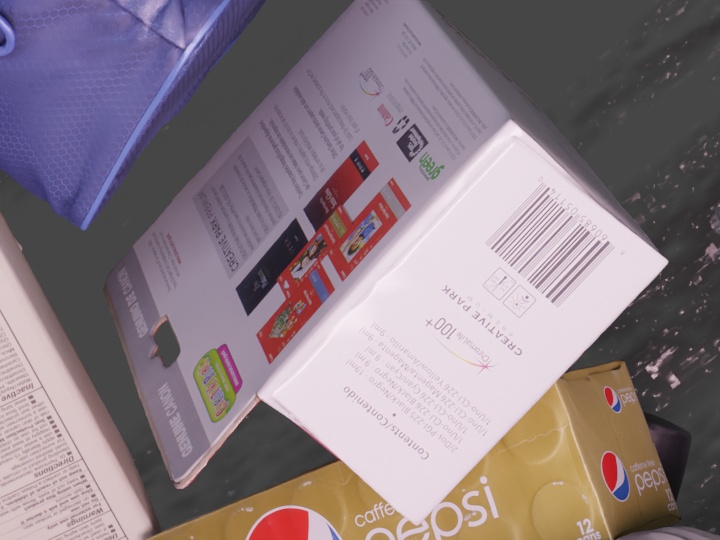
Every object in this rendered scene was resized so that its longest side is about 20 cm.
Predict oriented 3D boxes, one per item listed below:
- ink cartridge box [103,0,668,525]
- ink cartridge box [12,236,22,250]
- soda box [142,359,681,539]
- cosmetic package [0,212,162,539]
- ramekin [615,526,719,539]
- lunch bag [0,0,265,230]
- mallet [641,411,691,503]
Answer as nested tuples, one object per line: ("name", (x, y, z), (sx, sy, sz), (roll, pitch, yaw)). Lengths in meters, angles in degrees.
("ink cartridge box", (0.000, 0.000, 1.062), (0.084, 0.200, 0.176), (40, 99, -23))
("ink cartridge box", (-0.249, -0.061, 1.175), (0.084, 0.146, 0.200), (-45, 74, 2))
("soda box", (0.017, 0.099, 1.089), (0.199, 0.064, 0.068), (-24, 81, 29))
("cosmetic package", (-0.157, 0.053, 1.094), (0.103, 0.200, 0.073), (-24, 46, -3))
("ramekin", (0.109, 0.187, 1.014), (0.105, 0.200, 0.201), (30, 93, 28))
("lunch bag", (-0.103, -0.123, 1.045), (0.132, 0.200, 0.136), (36, 132, -2))
("mallet", (0.038, 0.054, 1.132), (0.199, 0.041, 0.066), (27, 95, 22))
